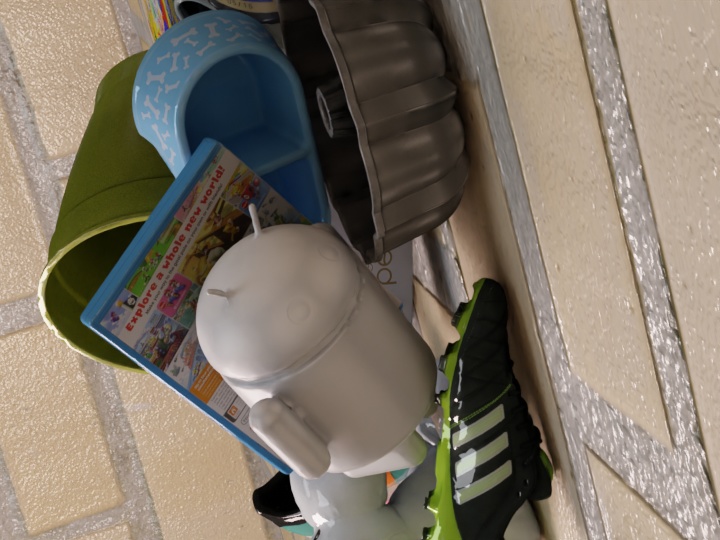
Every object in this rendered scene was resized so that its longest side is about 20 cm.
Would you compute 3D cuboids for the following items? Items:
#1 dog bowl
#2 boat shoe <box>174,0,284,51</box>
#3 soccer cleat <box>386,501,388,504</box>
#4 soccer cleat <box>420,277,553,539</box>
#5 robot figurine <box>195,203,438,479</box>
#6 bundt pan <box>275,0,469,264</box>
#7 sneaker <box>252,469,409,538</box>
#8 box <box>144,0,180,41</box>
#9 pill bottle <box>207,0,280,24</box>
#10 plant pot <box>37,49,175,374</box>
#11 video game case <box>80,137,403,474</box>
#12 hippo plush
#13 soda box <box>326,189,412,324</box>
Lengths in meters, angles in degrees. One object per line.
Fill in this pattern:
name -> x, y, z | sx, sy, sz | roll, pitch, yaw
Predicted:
dog bowl -> -0.079, -0.071, 1.350 | 0.050, 0.111, 0.200 | 35, 144, 54
boat shoe -> -0.068, -0.147, 1.498 | 0.201, 0.070, 0.072 | 48, -132, -29
soccer cleat -> 0.049, 0.181, 1.631 | 0.200, 0.073, 0.068 | -117, 13, -49
soccer cleat -> 0.086, 0.103, 1.302 | 0.068, 0.081, 0.200 | -56, -28, -75
robot figurine -> -0.028, 0.050, 1.297 | 0.200, 0.113, 0.170 | 51, -144, -34
bundt pan -> 0.011, -0.110, 1.289 | 0.202, 0.076, 0.202 | 162, 90, -81
sneaker -> -0.008, 0.144, 1.597 | 0.200, 0.080, 0.071 | -49, 42, 31
box -> -0.104, -0.220, 1.648 | 0.200, 0.122, 0.193 | 84, 166, -53
pill bottle -> -0.068, -0.269, 1.354 | 0.200, 0.112, 0.112 | 84, 166, -53
plant pot -> -0.134, -0.056, 1.524 | 0.201, 0.200, 0.193 | 85, -178, -54
video game case -> -0.073, 0.027, 1.342 | 0.200, 0.143, 0.018 | 41, 169, -37
hippo plush -> 0.033, 0.173, 1.429 | 0.159, 0.160, 0.200 | 135, 118, -80
soda box -> 0.000, 0.000, 1.478 | 0.068, 0.064, 0.200 | -129, 37, -68
